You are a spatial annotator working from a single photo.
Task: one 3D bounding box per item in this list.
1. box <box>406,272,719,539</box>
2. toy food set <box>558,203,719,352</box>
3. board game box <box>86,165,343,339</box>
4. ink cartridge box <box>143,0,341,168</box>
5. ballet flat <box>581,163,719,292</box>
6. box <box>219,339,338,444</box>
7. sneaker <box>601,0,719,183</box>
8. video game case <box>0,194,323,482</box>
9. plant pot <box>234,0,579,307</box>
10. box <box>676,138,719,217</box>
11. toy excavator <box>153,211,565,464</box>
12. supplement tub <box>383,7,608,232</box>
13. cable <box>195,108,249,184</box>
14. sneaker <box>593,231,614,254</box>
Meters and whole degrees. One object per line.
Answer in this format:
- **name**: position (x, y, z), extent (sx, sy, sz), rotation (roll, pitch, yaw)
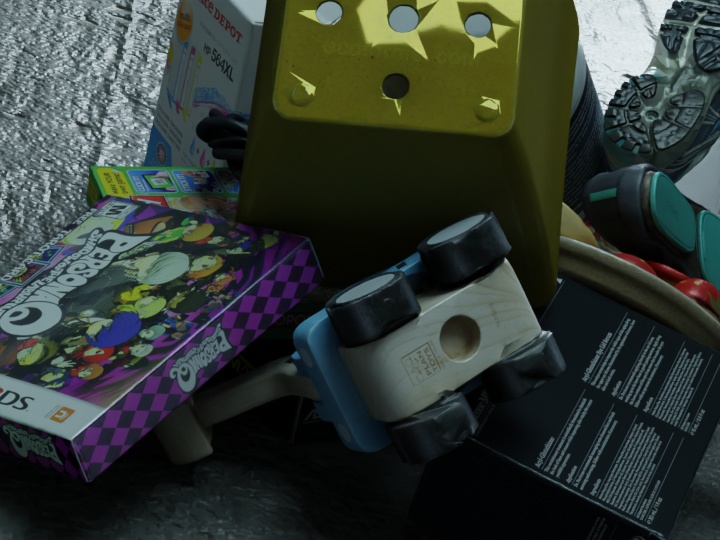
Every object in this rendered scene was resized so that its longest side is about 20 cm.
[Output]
- **box**: position (0.131, 0.100, 1.418), extent (0.141, 0.079, 0.200), rotation (29, 35, 6)
- **toy food set**: position (0.157, 0.013, 1.568), extent (0.200, 0.049, 0.198), rotation (22, -16, 13)
- **board game box**: position (-0.092, -0.014, 1.525), extent (0.134, 0.029, 0.200), rotation (1, 27, -19)
- **ink cartridge box**: position (-0.060, -0.133, 1.688), extent (0.125, 0.200, 0.129), rotation (-1, 29, -28)
- **ballet flat**: position (0.206, -0.017, 1.601), extent (0.073, 0.073, 0.200), rotation (36, 1, 38)
- **box**: position (-0.014, 0.032, 1.559), extent (0.200, 0.048, 0.193), rotation (-7, 32, -35)
- **sneaker**: position (0.227, -0.123, 1.649), extent (0.078, 0.086, 0.200), rotation (31, 57, 23)
- **video game case**: position (-0.151, 0.033, 1.368), extent (0.181, 0.036, 0.200), rotation (13, 43, 42)
- **plant pot**: position (0.026, -0.109, 1.399), extent (0.200, 0.176, 0.200), rotation (5, 70, 4)
- **box**: position (0.356, -0.056, 1.741), extent (0.200, 0.199, 0.171), rotation (2, 27, -25)
- **toy excavator**: position (-0.009, 0.055, 1.356), extent (0.194, 0.100, 0.200), rotation (-31, 10, -21)
- **supplement tub**: position (0.092, -0.105, 1.609), extent (0.140, 0.200, 0.141), rotation (-8, 59, 13)
- **cable**: position (-0.018, -0.053, 1.545), extent (0.163, 0.051, 0.200), rotation (18, 22, -43)
- **sneaker**: position (0.165, -0.016, 1.717), extent (0.200, 0.077, 0.082), rotation (29, 19, 21)
